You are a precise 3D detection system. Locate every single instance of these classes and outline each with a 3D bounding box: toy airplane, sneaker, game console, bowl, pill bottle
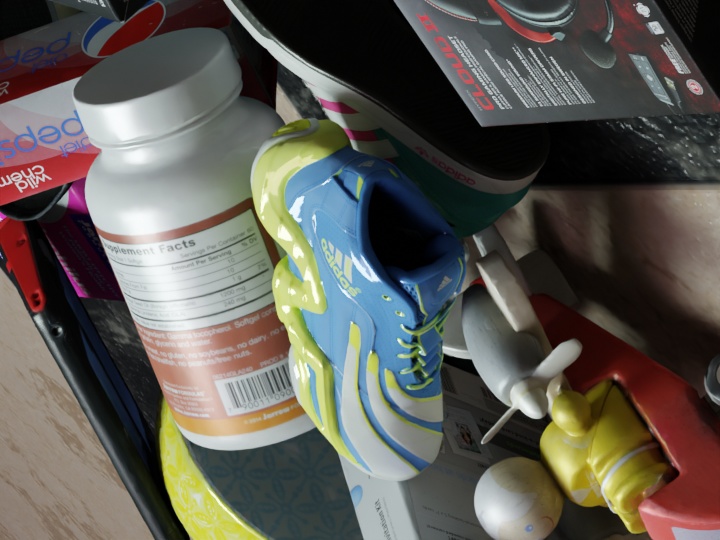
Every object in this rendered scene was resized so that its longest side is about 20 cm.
[{"bbox_3d":[0.100,0.072,1.273,0.200,0.141,0.199,44,167,-10],"label":"toy airplane"},{"bbox_3d":[0.010,0.025,1.219,0.105,0.076,0.201,19,137,55],"label":"sneaker"},{"bbox_3d":[0.000,-0.083,1.278,0.200,0.084,0.121,40,148,12],"label":"sneaker"},{"bbox_3d":[-0.158,0.067,1.518,0.201,0.031,0.177,64,174,-25],"label":"game console"},{"bbox_3d":[-0.045,0.125,1.521,0.200,0.200,0.108,43,131,8],"label":"bowl"},{"bbox_3d":[-0.075,-0.017,1.306,0.112,0.112,0.201,15,132,52],"label":"pill bottle"}]

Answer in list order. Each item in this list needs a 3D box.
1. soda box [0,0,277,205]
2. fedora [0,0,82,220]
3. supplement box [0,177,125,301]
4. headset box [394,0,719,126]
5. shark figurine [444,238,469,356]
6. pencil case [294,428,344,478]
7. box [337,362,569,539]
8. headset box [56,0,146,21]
[{"bbox_3d":[-0.146,-0.096,1.368,0.070,0.199,0.064,-89,-23,-50],"label":"soda box"},{"bbox_3d":[-0.231,-0.123,1.488,0.200,0.091,0.202,-4,85,56],"label":"fedora"},{"bbox_3d":[-0.166,-0.051,1.603,0.101,0.103,0.200,55,155,-20],"label":"supplement box"},{"bbox_3d":[0.075,-0.139,1.042,0.149,0.075,0.200,54,157,-20],"label":"headset box"},{"bbox_3d":[-0.010,-0.003,1.417,0.128,0.089,0.215,49,161,14],"label":"shark figurine"},{"bbox_3d":[-0.057,0.071,1.636,0.200,0.084,0.086,43,139,9],"label":"pencil case"},{"bbox_3d":[0.066,0.129,1.351,0.155,0.041,0.200,22,-152,-30],"label":"box"},{"bbox_3d":[-0.181,-0.218,1.252,0.200,0.075,0.149,21,147,47],"label":"headset box"}]
